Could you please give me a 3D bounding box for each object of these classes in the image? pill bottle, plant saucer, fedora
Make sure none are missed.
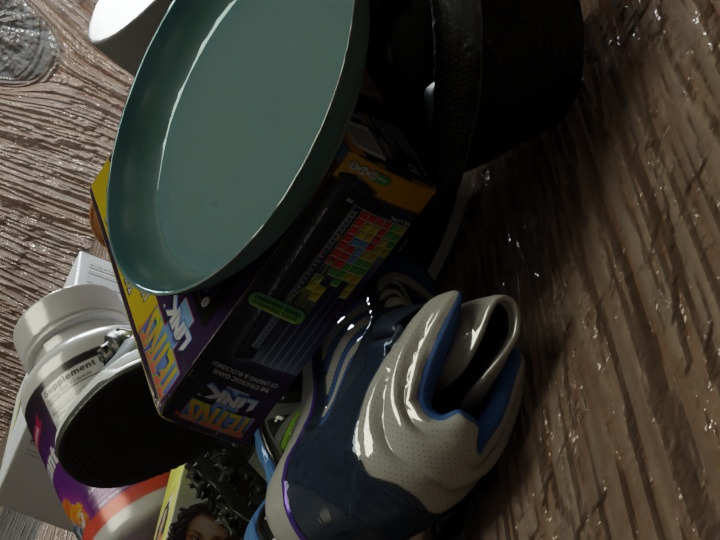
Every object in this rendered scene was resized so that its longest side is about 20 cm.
[{"bbox_3d":[-0.166,0.109,1.242,0.200,0.111,0.112,59,134,31],"label":"pill bottle"},{"bbox_3d":[-0.056,-0.079,0.856,0.200,0.027,0.201,-34,45,42],"label":"plant saucer"},{"bbox_3d":[0.054,-0.109,0.899,0.201,0.091,0.201,174,90,-75],"label":"fedora"}]

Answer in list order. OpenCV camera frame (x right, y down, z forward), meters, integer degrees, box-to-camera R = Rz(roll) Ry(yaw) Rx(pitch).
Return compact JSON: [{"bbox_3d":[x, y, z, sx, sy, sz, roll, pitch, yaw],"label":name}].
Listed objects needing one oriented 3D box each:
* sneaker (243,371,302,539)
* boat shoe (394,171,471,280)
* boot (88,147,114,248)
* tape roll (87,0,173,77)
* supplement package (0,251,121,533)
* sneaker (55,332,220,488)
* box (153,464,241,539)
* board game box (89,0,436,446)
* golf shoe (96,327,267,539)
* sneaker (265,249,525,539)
[{"bbox_3d":[-0.013,0.099,0.957,0.083,0.071,0.200,-41,19,18],"label":"sneaker"},{"bbox_3d":[0.000,0.000,1.053,0.076,0.060,0.200,-80,18,-46],"label":"boat shoe"},{"bbox_3d":[-0.095,-0.065,1.133,0.200,0.077,0.155,-35,18,8],"label":"boot"},{"bbox_3d":[-0.087,-0.205,1.155,0.200,0.066,0.200,-42,24,23],"label":"tape roll"},{"bbox_3d":[-0.189,0.106,1.452,0.200,0.150,0.152,-105,39,-71],"label":"supplement package"},{"bbox_3d":[-0.097,0.028,1.029,0.200,0.084,0.121,-39,27,3],"label":"sneaker"},{"bbox_3d":[-0.085,0.153,1.117,0.200,0.075,0.050,-82,15,-45],"label":"box"},{"bbox_3d":[-0.057,-0.040,0.910,0.165,0.057,0.200,-54,35,22],"label":"board game box"},{"bbox_3d":[-0.072,0.087,1.082,0.200,0.094,0.078,45,147,34],"label":"golf shoe"},{"bbox_3d":[0.035,0.038,0.839,0.146,0.081,0.200,-39,21,40],"label":"sneaker"}]
